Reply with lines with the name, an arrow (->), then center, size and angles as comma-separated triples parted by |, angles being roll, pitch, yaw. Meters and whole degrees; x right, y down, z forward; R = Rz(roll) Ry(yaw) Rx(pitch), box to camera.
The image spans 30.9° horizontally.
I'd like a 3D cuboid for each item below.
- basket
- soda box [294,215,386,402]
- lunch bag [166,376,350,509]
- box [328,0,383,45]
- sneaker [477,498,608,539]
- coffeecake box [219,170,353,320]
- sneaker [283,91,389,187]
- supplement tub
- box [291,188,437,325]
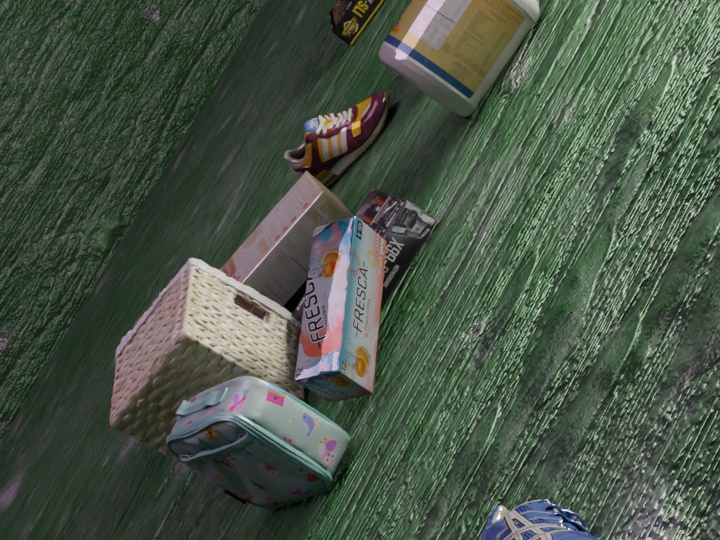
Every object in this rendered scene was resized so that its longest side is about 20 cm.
basket -> -0.194, 0.133, 1.661 | 0.200, 0.198, 0.161 | -48, 22, 27
soda box -> -0.021, 0.043, 1.467 | 0.063, 0.068, 0.200 | -16, 54, 32
lunch bag -> -0.120, 0.190, 1.427 | 0.200, 0.160, 0.077 | -30, 32, 54
box -> 0.017, -0.537, 2.470 | 0.200, 0.049, 0.160 | -52, 16, 16
sneaker -> 0.130, 0.194, 0.893 | 0.200, 0.076, 0.077 | -22, 44, 60
coffeecake box -> -0.107, -0.034, 1.871 | 0.200, 0.073, 0.154 | -48, 19, 4
sneaker -> -0.037, -0.211, 1.994 | 0.200, 0.090, 0.075 | -47, 21, 31
supplement tub -> 0.132, -0.310, 1.624 | 0.200, 0.145, 0.145 | -55, 18, 6
box -> 0.000, 0.000, 1.608 | 0.200, 0.050, 0.158 | -58, 17, -1
